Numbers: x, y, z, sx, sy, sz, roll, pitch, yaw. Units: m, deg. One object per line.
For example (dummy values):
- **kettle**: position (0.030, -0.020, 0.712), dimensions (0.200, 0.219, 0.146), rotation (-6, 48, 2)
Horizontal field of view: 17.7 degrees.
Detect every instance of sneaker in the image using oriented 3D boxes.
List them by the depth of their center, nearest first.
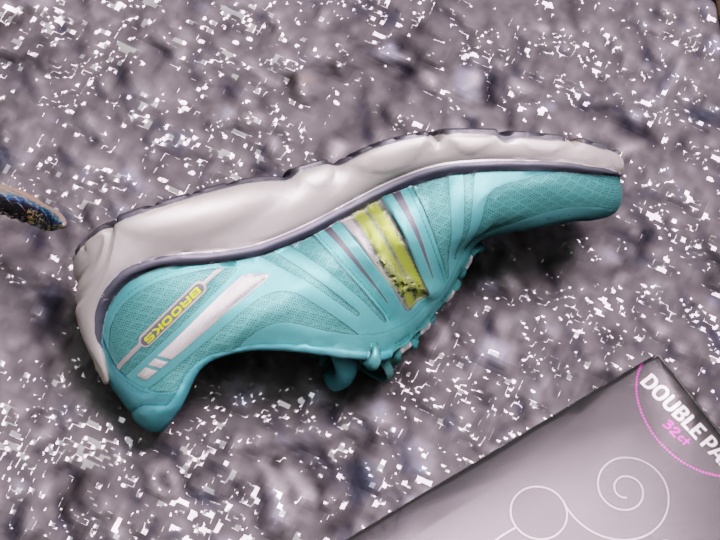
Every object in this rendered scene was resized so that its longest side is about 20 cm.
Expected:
- **sneaker**: position (0.000, 0.000, 0.811), dimensions (0.200, 0.078, 0.080), rotation (-17, 86, -10)

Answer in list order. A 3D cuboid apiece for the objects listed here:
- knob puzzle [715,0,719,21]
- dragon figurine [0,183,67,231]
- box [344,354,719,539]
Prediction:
- **knob puzzle**: position (0.231, -0.124, 0.916), dimensions (0.220, 0.030, 0.220), rotation (3, 63, -6)
- **dragon figurine**: position (-0.200, -0.038, 0.798), dimensions (0.200, 0.059, 0.099), rotation (37, 64, 12)
- **box**: position (0.081, 0.160, 0.700), dimensions (0.149, 0.124, 0.200), rotation (-30, 69, -20)
